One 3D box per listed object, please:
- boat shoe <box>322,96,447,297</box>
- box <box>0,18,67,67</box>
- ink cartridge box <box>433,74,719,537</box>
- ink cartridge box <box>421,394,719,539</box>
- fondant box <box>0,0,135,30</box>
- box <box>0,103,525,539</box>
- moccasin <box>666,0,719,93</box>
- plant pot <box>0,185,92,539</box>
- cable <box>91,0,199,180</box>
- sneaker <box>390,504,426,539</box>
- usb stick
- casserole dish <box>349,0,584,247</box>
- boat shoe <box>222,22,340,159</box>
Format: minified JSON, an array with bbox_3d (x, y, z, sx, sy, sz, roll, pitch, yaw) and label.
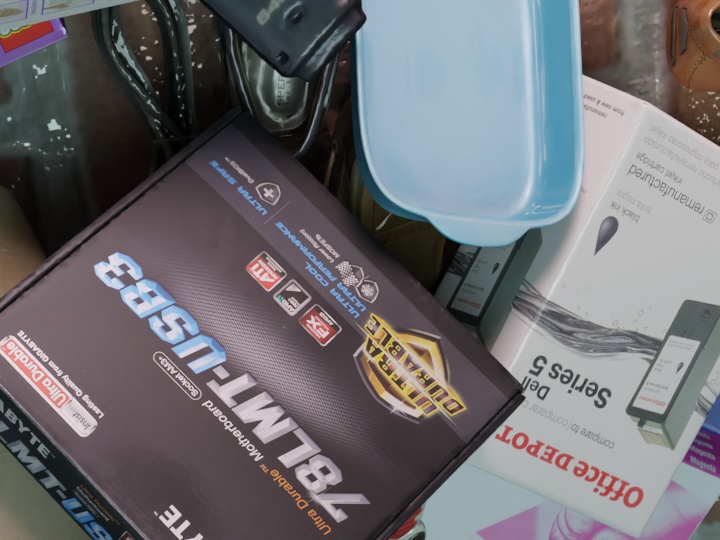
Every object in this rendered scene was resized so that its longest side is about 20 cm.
[{"bbox_3d":[0.000,0.000,1.283,0.072,0.072,0.201,-18,132,-27],"label":"boat shoe"},{"bbox_3d":[-0.257,-0.133,1.168,0.199,0.039,0.137,-24,118,-1],"label":"box"},{"bbox_3d":[0.122,0.019,1.272,0.145,0.084,0.200,26,93,-37],"label":"ink cartridge box"},{"bbox_3d":[0.101,0.111,1.378,0.196,0.043,0.200,23,110,-22],"label":"ink cartridge box"},{"bbox_3d":[-0.106,-0.198,1.103,0.199,0.058,0.145,-14,82,-11],"label":"fondant box"},{"bbox_3d":[-0.056,0.053,1.136,0.200,0.050,0.198,46,55,4],"label":"box"},{"bbox_3d":[0.261,-0.119,1.276,0.201,0.078,0.074,10,83,-14],"label":"moccasin"},{"bbox_3d":[-0.202,0.065,1.192,0.187,0.187,0.201,-8,79,-10],"label":"plant pot"},{"bbox_3d":[-0.085,-0.048,1.212,0.097,0.050,0.201,-2,95,-21],"label":"cable"},{"bbox_3d":[-0.010,0.111,1.275,0.080,0.084,0.200,-19,153,-27],"label":"sneaker"},{"bbox_3d":[-0.084,-0.170,1.150,0.200,0.033,0.055,43,89,-1],"label":"usb stick"},{"bbox_3d":[0.047,-0.103,1.205,0.121,0.039,0.201,6,72,-22],"label":"casserole dish"},{"bbox_3d":[-0.038,-0.148,1.200,0.072,0.065,0.201,-5,116,-10],"label":"boat shoe"}]
